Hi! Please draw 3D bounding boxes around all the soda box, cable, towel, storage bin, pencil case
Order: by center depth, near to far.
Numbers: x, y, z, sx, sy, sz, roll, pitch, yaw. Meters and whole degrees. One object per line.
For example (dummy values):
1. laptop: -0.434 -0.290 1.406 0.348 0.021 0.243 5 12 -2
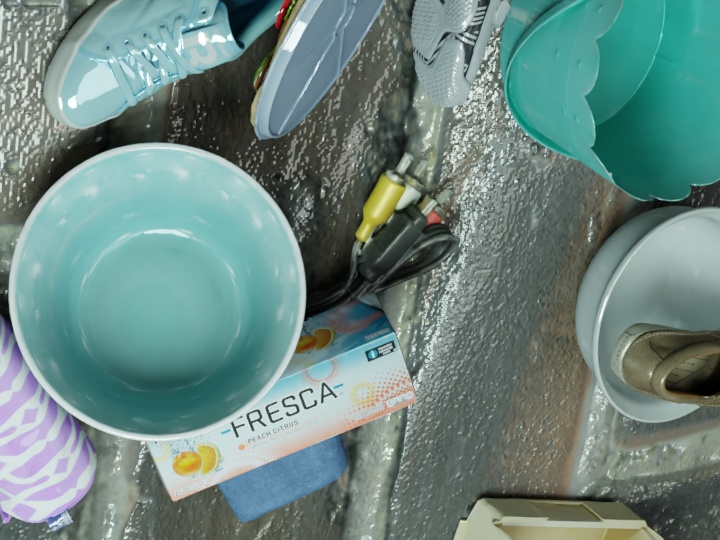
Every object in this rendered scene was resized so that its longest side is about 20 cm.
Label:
1. pencil case: -0.259 0.089 1.189 0.085 0.084 0.201 -23 125 4
2. soda box: -0.064 0.092 1.255 0.198 0.064 0.069 -22 122 -5
3. towel: -0.084 0.092 1.315 0.111 0.049 0.202 -21 121 -3
4. cable: 0.000 0.000 1.358 0.200 0.050 0.097 -45 137 8
5. storage bin: 0.170 0.319 1.580 0.198 0.094 0.201 7 108 -36

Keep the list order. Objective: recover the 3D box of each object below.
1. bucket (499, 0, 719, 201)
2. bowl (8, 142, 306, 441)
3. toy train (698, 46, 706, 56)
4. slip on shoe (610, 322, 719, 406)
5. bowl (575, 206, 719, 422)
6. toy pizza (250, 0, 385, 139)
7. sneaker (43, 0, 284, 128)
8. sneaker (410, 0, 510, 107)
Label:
1. bucket: 0.216 -0.169 1.352 0.205 0.135 0.210 -14 118 -28
2. bowl: -0.140 0.023 1.188 0.198 0.105 0.203 1 79 -6
3. toy train: 0.300 -0.261 1.424 0.034 0.046 0.202 -5 112 -41
4. slip on shoe: 0.303 0.085 1.464 0.198 0.060 0.077 11 105 -37
5. bowl: 0.258 0.024 1.502 0.199 0.090 0.203 -15 120 -27
6. toy pizza: -0.023 -0.182 1.186 0.201 0.032 0.200 -56 173 -10
7. sneaker: -0.123 -0.161 1.156 0.200 0.082 0.074 -41 127 -12
8. sneaker: 0.108 -0.221 1.291 0.114 0.075 0.202 -3 110 -30
